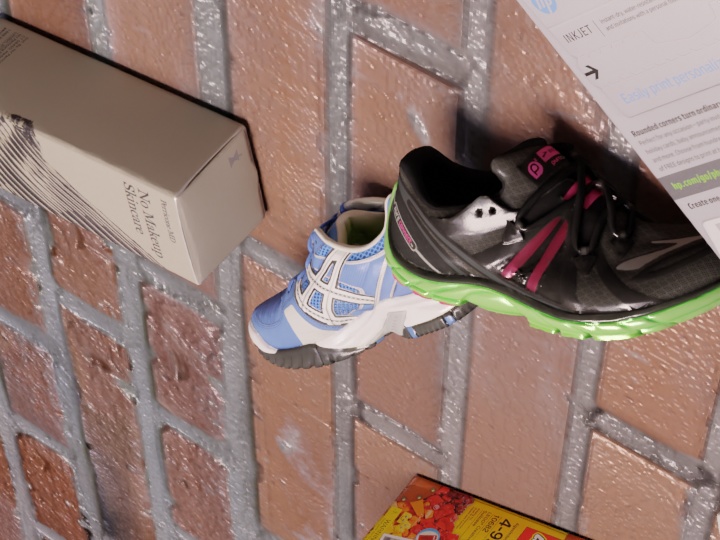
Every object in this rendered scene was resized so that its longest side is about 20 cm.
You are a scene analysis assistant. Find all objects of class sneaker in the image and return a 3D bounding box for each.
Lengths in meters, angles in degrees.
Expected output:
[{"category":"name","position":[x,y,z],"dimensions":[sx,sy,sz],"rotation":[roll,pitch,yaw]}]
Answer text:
[{"category":"sneaker","position":[0.097,-0.019,1.075],"dimensions":[0.200,0.077,0.084],"rotation":[8,118,27]},{"category":"sneaker","position":[0.000,0.000,1.236],"dimensions":[0.200,0.076,0.077],"rotation":[-23,105,48]}]

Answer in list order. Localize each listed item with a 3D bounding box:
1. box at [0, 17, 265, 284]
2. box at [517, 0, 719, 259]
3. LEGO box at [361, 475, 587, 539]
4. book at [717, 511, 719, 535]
[{"category":"box","position":[-0.157,-0.073,1.321],"dimensions":[0.200,0.068,0.082],"rotation":[25,146,30]},{"category":"box","position":[0.160,-0.094,0.939],"dimensions":[0.200,0.041,0.156],"rotation":[49,149,-14]},{"category":"LEGO box","position":[0.042,0.240,1.359],"dimensions":[0.149,0.200,0.077],"rotation":[17,143,37]},{"category":"book","position":[0.291,0.192,1.162],"dimensions":[0.200,0.048,0.134],"rotation":[13,135,44]}]
